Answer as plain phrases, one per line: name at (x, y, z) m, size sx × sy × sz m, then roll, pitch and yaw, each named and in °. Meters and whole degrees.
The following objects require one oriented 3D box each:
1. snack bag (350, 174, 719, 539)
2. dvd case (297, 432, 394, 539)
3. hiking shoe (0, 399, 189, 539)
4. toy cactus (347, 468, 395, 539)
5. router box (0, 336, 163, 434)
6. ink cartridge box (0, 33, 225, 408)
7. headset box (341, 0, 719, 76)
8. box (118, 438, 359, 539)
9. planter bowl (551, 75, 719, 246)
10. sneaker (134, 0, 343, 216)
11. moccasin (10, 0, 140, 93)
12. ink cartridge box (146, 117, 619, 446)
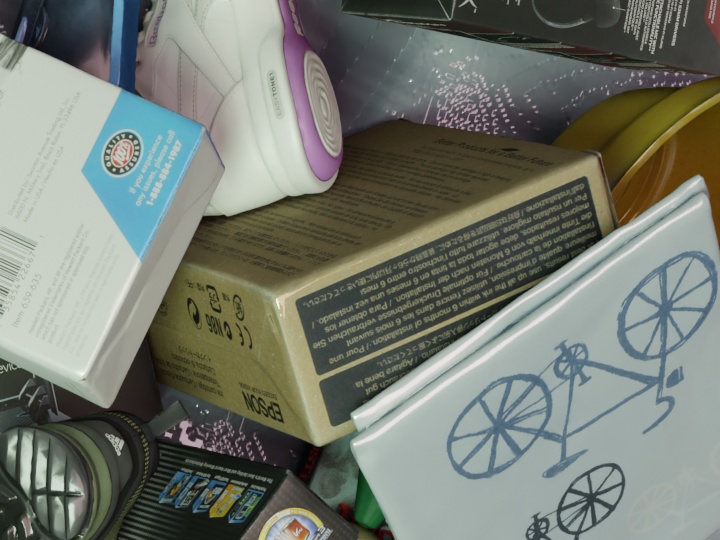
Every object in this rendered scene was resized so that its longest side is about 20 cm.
snack bag at (0.095, 0.079, 1.220) m, size 0.188 × 0.021 × 0.201 m, roll -36°, pitch 135°, yaw -13°
dvd case at (0.025, 0.145, 1.347) m, size 0.145 × 0.022 × 0.201 m, roll 26°, pitch 80°, yaw -22°
hiking shoe at (-0.149, 0.123, 1.216) m, size 0.100 × 0.200 × 0.076 m, roll -17°, pitch 74°, yaw -49°
toy cactus at (0.029, 0.133, 1.294) m, size 0.164 × 0.102 × 0.201 m, roll -14°, pitch 109°, yaw -11°
router box at (-0.199, 0.019, 1.249) m, size 0.199 × 0.052 × 0.158 m, roll -14°, pitch 96°, yaw -23°
ink cartridge box at (-0.170, -0.040, 1.169) m, size 0.199 × 0.067 × 0.116 m, roll 25°, pitch 82°, yaw 10°
headset box at (0.096, -0.171, 1.266) m, size 0.199 × 0.075 × 0.150 m, roll 6°, pitch 93°, yaw -42°
box at (-0.099, 0.151, 1.214) m, size 0.044 × 0.200 × 0.161 m, roll 43°, pitch 75°, yaw -19°
planter bowl at (0.136, -0.024, 1.359) m, size 0.200 × 0.083 × 0.201 m, roll -29°, pitch 138°, yaw -29°
sneaker at (-0.074, -0.117, 1.279) m, size 0.075 × 0.099 × 0.201 m, roll 34°, pitch 39°, yaw -60°
moccasin at (-0.130, -0.155, 1.249) m, size 0.068 × 0.081 × 0.201 m, roll 1°, pitch 62°, yaw 3°
ink cartridge box at (0.000, 0.000, 1.255) m, size 0.164 × 0.200 × 0.076 m, roll -22°, pitch 105°, yaw -21°
